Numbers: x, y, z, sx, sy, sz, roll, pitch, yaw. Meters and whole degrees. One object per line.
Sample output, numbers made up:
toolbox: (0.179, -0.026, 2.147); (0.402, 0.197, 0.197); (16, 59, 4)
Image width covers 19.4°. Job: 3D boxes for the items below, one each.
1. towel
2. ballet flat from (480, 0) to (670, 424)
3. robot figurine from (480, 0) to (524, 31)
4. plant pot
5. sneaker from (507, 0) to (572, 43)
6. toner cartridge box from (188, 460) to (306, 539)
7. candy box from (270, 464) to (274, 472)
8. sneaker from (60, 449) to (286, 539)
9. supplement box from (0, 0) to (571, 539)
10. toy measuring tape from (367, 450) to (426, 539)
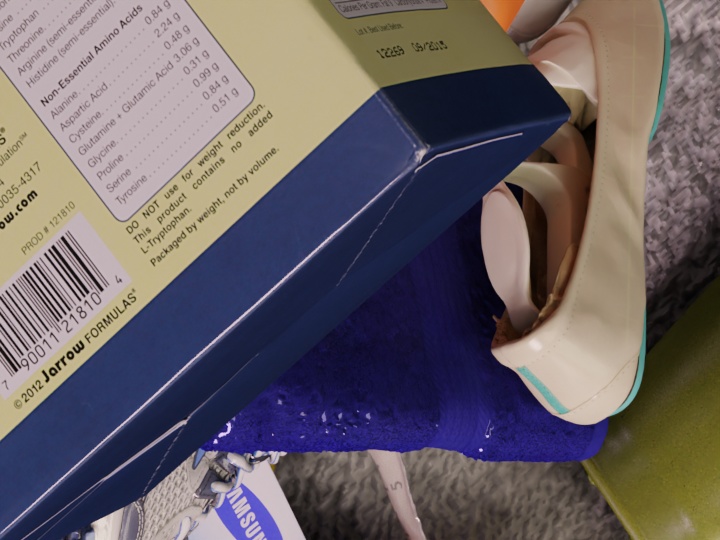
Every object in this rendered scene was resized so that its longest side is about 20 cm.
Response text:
towel: (0.000, 0.000, 0.764); (0.199, 0.149, 0.049); (6, 154, -44)
ballet flat: (0.077, -0.040, 0.783); (0.069, 0.201, 0.070); (4, 147, 3)
robot figurine: (0.021, -0.142, 0.722); (0.144, 0.116, 0.201); (88, 25, -51)
plant pot: (0.205, 0.075, 0.947); (0.192, 0.201, 0.201); (-34, 127, 3)
sneaker: (0.101, -0.173, 0.800); (0.078, 0.099, 0.201); (19, 103, -36)
toner cartridge box: (-0.059, 0.150, 0.869); (0.095, 0.043, 0.201); (-38, 130, -18)
candy box: (-0.088, 0.163, 0.903); (0.101, 0.026, 0.202); (-10, 118, -26)
sneaker: (-0.054, 0.051, 0.770); (0.084, 0.077, 0.202); (17, 73, -9)
supplement box: (-0.088, -0.054, 0.599); (0.200, 0.200, 0.134); (-41, 172, 21)
toy measuring tape: (0.022, 0.041, 0.853); (0.073, 0.074, 0.201); (-25, 93, -17)
